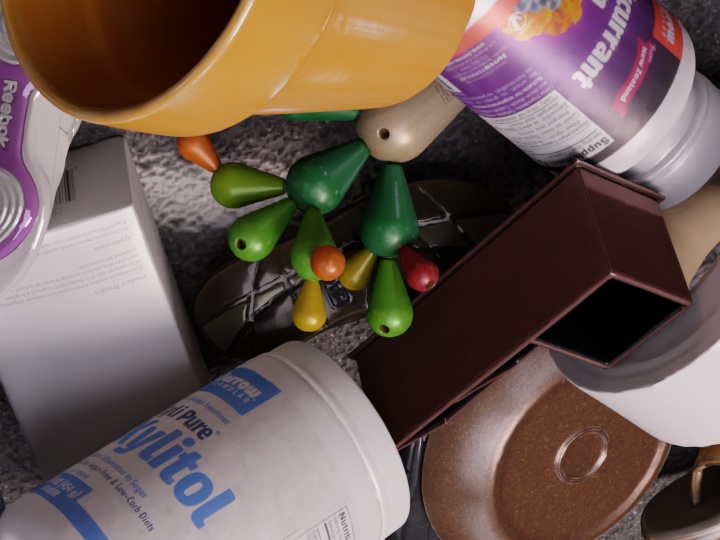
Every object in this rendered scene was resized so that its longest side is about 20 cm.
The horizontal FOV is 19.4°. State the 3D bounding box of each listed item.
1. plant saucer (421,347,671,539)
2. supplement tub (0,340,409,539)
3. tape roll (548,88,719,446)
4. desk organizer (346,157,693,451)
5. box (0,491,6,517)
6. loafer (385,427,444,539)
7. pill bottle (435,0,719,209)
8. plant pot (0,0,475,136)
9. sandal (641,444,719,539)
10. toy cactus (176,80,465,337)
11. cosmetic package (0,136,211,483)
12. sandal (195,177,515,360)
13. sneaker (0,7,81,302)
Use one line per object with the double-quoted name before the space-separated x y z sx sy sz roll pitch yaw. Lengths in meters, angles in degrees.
"plant saucer" 0.131 0.109 1.322 0.200 0.037 0.201 -17 125 -25
"supplement tub" -0.087 0.140 1.171 0.200 0.132 0.132 -32 130 -25
"tape roll" 0.198 -0.004 1.202 0.071 0.203 0.202 32 113 -28
"desk organizer" 0.087 0.033 1.182 0.072 0.077 0.200 20 133 -36
"box" -0.266 0.055 1.172 0.051 0.158 0.200 -28 130 -24
"loafer" 0.044 0.143 1.356 0.070 0.068 0.201 -8 131 -15
"pill bottle" 0.113 -0.118 1.159 0.200 0.112 0.111 35 111 -30
"plant pot" -0.045 -0.156 1.034 0.183 0.200 0.200 10 125 -47
"sandal" 0.264 0.111 1.363 0.200 0.082 0.055 -32 106 13
"toy cactus" -0.009 -0.066 1.175 0.165 0.102 0.200 -37 88 -15
"cosmetic package" -0.158 0.034 1.230 0.113 0.081 0.200 -15 127 -1
"sandal" 0.000 0.000 1.249 0.200 0.055 0.082 -22 95 4
"sneaker" -0.176 -0.069 1.123 0.075 0.100 0.200 22 98 12
